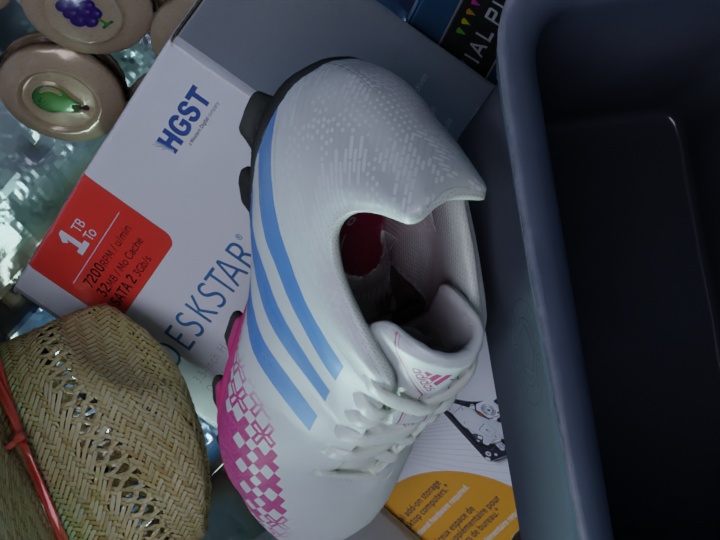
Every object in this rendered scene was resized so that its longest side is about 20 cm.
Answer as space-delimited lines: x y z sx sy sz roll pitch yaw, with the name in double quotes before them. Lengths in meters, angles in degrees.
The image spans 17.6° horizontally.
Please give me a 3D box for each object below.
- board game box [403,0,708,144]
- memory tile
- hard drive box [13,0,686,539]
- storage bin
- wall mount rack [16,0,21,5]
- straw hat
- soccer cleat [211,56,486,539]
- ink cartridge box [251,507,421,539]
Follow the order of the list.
"board game box" 0.114 -0.060 0.783 0.199 0.047 0.151 33 146 2
"memory tile" -0.092 -0.112 0.815 0.152 0.017 0.201 16 139 -7
"hard drive box" 0.000 0.000 0.818 0.199 0.077 0.156 35 137 -4
"storage bin" 0.102 0.014 0.681 0.144 0.134 0.202 -8 83 -14
"wall mount rack" -0.201 -0.132 0.871 0.199 0.075 0.175 -21 99 22
"straw hat" -0.095 0.064 0.804 0.085 0.201 0.202 -27 101 -5
"soccer cleat" 0.000 0.029 0.722 0.086 0.070 0.201 42 146 36
"ink cartridge box" -0.058 0.185 0.861 0.084 0.145 0.200 42 136 -12
